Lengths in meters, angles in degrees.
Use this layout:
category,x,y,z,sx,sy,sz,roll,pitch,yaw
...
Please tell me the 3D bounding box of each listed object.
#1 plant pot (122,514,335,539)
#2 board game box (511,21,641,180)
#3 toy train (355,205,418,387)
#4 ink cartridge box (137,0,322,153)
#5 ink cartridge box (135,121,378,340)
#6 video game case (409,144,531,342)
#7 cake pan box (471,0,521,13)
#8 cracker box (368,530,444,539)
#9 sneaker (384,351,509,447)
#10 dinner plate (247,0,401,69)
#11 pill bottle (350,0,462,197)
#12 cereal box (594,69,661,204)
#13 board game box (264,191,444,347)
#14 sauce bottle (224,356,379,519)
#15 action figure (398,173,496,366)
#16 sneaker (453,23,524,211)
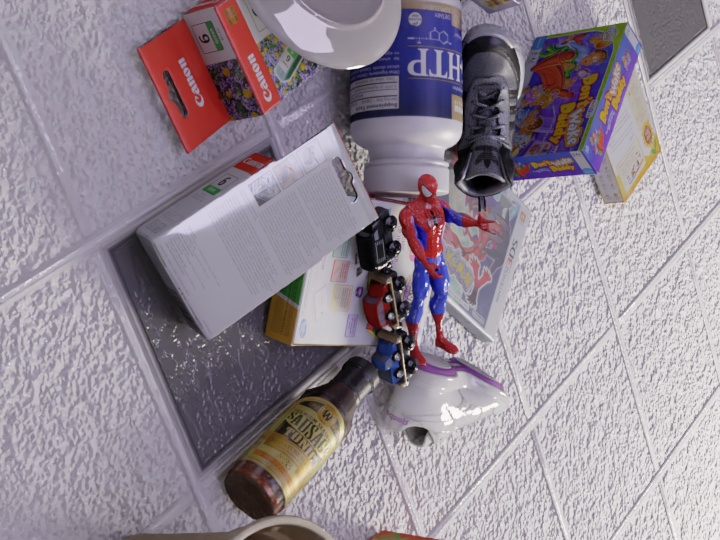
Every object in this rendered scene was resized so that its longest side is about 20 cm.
category,x,y,z,sx,sy,sz,roll,pitch,yaw
plant pot,-0.132,0.293,1.002,0.199,0.182,0.203,3,87,-49
board game box,0.251,-0.205,1.496,0.045,0.133,0.202,45,56,-38
toy train,0.025,0.033,1.226,0.046,0.034,0.202,-29,122,-34
ink cartridge box,-0.107,-0.205,1.136,0.200,0.050,0.110,-46,121,-41
ink cartridge box,-0.090,-0.041,1.107,0.199,0.050,0.110,-36,117,-18
video game case,0.123,-0.042,1.428,0.200,0.023,0.184,40,60,-40
cake pan box,0.114,-0.408,1.344,0.199,0.052,0.187,21,70,-48
cracker box,0.016,0.332,1.208,0.199,0.133,0.058,-24,107,-46
sneaker,0.092,0.147,1.367,0.199,0.075,0.100,17,100,-51
dinner plate,-0.034,-0.286,1.151,0.199,0.024,0.203,16,63,-33
pill bottle,0.047,-0.180,1.273,0.119,0.119,0.203,1,88,-49
cereal box,0.344,-0.214,1.675,0.144,0.039,0.201,-47,122,-39
board game box,0.000,0.000,1.245,0.199,0.040,0.155,6,98,-48
sauce bottle,-0.051,0.156,1.191,0.200,0.065,0.067,-47,122,-40
action figure,0.084,0.005,1.228,0.065,0.099,0.202,-18,116,-27
sneaker,0.137,-0.156,1.310,0.201,0.074,0.115,86,7,-48
